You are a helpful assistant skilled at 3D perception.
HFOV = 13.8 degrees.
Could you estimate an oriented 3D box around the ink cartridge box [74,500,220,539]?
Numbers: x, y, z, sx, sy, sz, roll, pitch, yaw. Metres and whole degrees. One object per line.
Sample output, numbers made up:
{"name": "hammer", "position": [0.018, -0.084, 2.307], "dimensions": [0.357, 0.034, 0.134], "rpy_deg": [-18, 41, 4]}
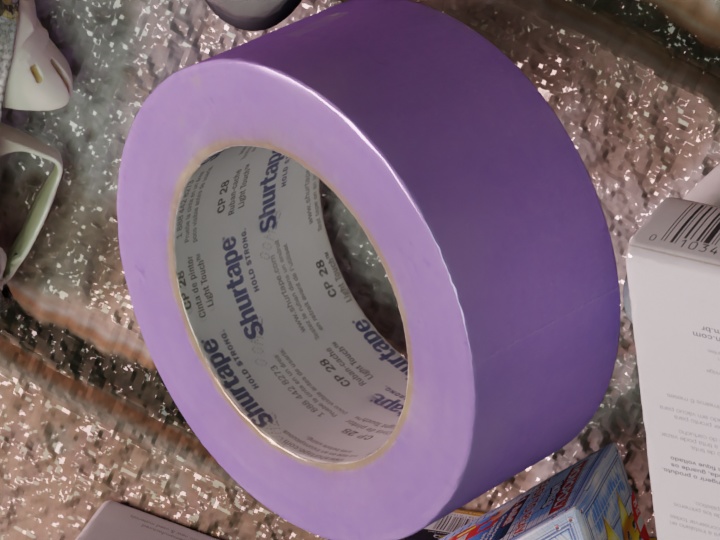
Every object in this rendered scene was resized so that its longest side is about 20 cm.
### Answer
{"name": "ink cartridge box", "position": [-0.126, 0.201, 1.280], "dimensions": [0.067, 0.200, 0.116], "rpy_deg": [20, 119, 8]}

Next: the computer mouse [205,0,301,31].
{"name": "computer mouse", "position": [-0.024, -0.189, 1.168], "dimensions": [0.059, 0.034, 0.200], "rpy_deg": [21, 112, 10]}

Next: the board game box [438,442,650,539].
{"name": "board game box", "position": [0.074, 0.176, 1.217], "dimensions": [0.200, 0.062, 0.200], "rpy_deg": [40, 122, -1]}

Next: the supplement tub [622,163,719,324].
{"name": "supplement tub", "position": [0.212, 0.036, 1.120], "dimensions": [0.145, 0.145, 0.200], "rpy_deg": [-39, 97, 29]}

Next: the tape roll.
{"name": "tape roll", "position": [0.000, 0.000, 1.165], "dimensions": [0.200, 0.085, 0.200], "rpy_deg": [26, 127, 39]}

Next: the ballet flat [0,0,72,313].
{"name": "ballet flat", "position": [-0.157, -0.065, 1.255], "dimensions": [0.072, 0.072, 0.200], "rpy_deg": [17, 118, 11]}

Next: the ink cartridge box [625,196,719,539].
{"name": "ink cartridge box", "position": [0.194, 0.080, 1.031], "dimensions": [0.196, 0.043, 0.200], "rpy_deg": [14, 134, 28]}

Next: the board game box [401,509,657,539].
{"name": "board game box", "position": [0.113, 0.196, 1.280], "dimensions": [0.200, 0.057, 0.165], "rpy_deg": [7, 114, 16]}
